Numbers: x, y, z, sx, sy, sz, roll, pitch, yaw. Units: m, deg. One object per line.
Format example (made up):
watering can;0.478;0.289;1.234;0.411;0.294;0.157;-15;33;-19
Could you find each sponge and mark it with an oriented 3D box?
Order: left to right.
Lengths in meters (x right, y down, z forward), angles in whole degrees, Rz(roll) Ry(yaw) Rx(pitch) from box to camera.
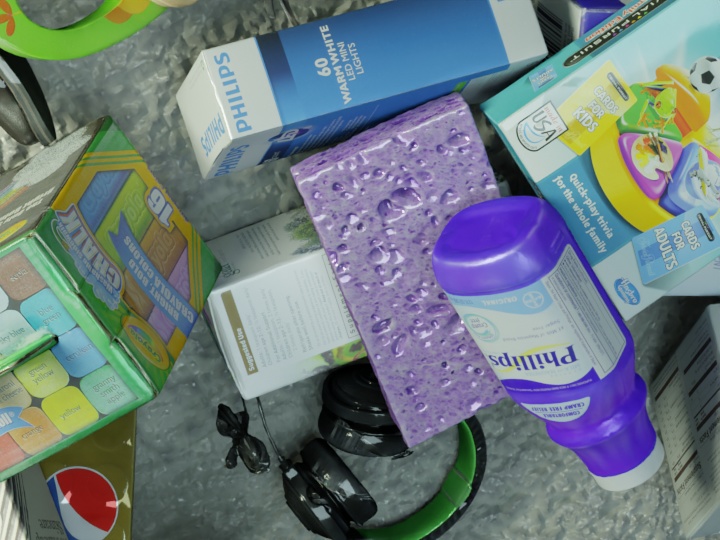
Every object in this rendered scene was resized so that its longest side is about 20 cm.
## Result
sponge;0.043;0.001;1.609;0.111;0.030;0.200;-25;119;-4

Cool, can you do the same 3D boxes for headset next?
headset;-0.004;0.121;1.693;0.200;0.094;0.124;20;106;-31

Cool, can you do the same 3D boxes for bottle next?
bottle;0.118;0.047;1.591;0.083;0.065;0.200;-6;130;37

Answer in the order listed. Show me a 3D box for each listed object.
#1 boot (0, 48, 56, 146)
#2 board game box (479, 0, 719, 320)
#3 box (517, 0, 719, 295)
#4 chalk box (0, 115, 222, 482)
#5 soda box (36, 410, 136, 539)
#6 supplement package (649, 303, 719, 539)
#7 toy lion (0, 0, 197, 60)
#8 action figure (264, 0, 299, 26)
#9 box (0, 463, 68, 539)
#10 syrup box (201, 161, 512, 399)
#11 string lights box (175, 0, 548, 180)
boot;-0.298;-0.103;1.573;0.174;0.069;0.200;-42;108;9
board game box;0.194;-0.089;1.582;0.200;0.047;0.151;-35;112;0
box;0.209;-0.086;1.669;0.200;0.105;0.184;-1;109;-14
chalk box;-0.181;0.026;1.532;0.124;0.200;0.124;-27;110;26
soda box;-0.175;0.180;1.648;0.068;0.064;0.200;3;85;-6
supplement package;0.307;0.086;1.707;0.200;0.156;0.111;-8;70;-11
toy lion;-0.206;-0.205;1.517;0.192;0.069;0.200;-33;108;-20
action figure;-0.028;-0.246;1.555;0.102;0.119;0.200;24;94;-26
box;-0.237;0.108;1.588;0.068;0.082;0.200;-25;80;8
syrup box;0.000;0.000;1.662;0.200;0.079;0.082;-21;113;-6
string lights box;0.000;-0.116;1.590;0.200;0.103;0.059;-16;83;-16
